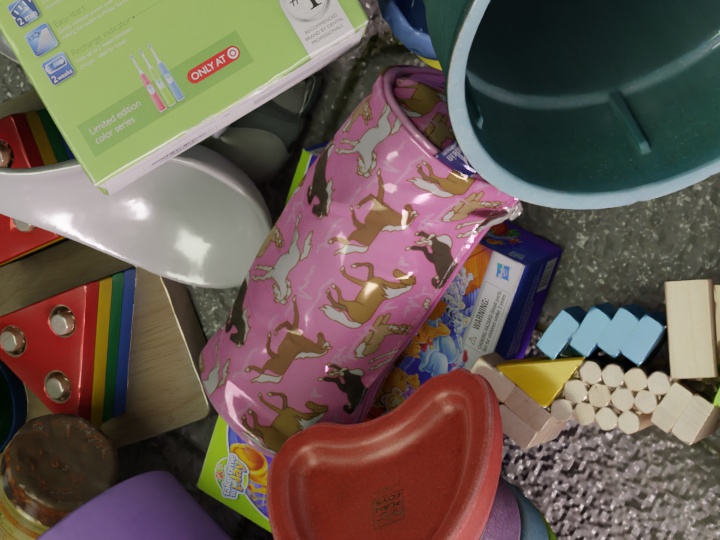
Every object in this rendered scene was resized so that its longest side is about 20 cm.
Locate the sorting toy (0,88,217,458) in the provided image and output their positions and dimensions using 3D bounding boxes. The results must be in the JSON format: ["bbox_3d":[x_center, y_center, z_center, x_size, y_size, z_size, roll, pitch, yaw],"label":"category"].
[{"bbox_3d":[-0.200,0.017,1.371,0.199,0.070,0.200,-20,91,32],"label":"sorting toy"}]

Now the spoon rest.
[{"bbox_3d":[-0.135,-0.044,1.260,0.199,0.061,0.100,22,144,10],"label":"spoon rest"}]

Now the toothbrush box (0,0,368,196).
[{"bbox_3d":[-0.108,-0.156,1.138,0.145,0.086,0.201,-32,91,-3],"label":"toothbrush box"}]

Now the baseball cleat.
[{"bbox_3d":[-0.113,-0.124,1.286,0.199,0.070,0.107,28,104,3],"label":"baseball cleat"}]

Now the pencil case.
[{"bbox_3d":[0.000,0.000,1.189,0.200,0.082,0.087,-55,41,28],"label":"pencil case"}]

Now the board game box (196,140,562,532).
[{"bbox_3d":[0.006,0.052,1.271,0.134,0.045,0.201,28,114,23],"label":"board game box"}]

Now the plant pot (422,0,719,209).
[{"bbox_3d":[0.090,-0.165,1.011,0.200,0.200,0.197,-51,47,29],"label":"plant pot"}]

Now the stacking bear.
[{"bbox_3d":[0.057,0.159,1.199,0.121,0.114,0.200,-22,134,20],"label":"stacking bear"}]

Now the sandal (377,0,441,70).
[{"bbox_3d":[0.082,-0.154,1.155,0.200,0.087,0.080,-39,79,29],"label":"sandal"}]

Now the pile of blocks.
[{"bbox_3d":[0.147,0.043,1.180,0.199,0.062,0.083,0,94,22],"label":"pile of blocks"}]

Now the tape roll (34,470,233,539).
[{"bbox_3d":[-0.144,0.204,1.304,0.085,0.200,0.200,44,119,14],"label":"tape roll"}]

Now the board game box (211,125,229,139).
[{"bbox_3d":[-0.108,-0.183,1.213,0.200,0.064,0.148,36,88,1],"label":"board game box"}]

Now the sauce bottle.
[{"bbox_3d":[-0.178,0.153,1.359,0.066,0.066,0.200,43,143,16],"label":"sauce bottle"}]
